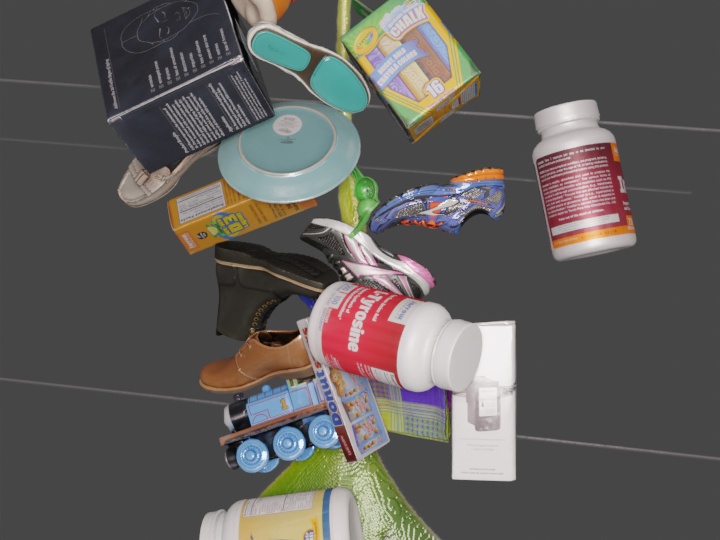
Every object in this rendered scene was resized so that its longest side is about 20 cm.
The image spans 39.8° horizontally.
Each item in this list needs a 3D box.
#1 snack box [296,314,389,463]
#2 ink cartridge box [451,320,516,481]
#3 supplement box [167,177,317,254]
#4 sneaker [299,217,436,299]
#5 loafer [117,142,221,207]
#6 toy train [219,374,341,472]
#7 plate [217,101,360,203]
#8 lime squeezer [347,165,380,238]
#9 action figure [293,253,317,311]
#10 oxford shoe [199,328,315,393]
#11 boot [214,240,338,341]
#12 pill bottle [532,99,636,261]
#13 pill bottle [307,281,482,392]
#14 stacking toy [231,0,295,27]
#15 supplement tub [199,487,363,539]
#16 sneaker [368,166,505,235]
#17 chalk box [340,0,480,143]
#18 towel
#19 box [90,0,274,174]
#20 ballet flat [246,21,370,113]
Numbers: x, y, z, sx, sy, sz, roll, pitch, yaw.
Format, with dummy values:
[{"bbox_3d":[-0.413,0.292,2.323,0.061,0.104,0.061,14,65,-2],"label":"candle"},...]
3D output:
[{"bbox_3d":[-0.022,0.149,1.327,0.024,0.072,0.200,-18,92,42],"label":"snack box"},{"bbox_3d":[0.163,0.166,1.313,0.083,0.145,0.200,0,87,8],"label":"ink cartridge box"},{"bbox_3d":[-0.166,-0.095,1.399,0.200,0.067,0.069,-20,51,7],"label":"supplement box"},{"bbox_3d":[0.000,0.000,1.369,0.200,0.080,0.086,27,77,9],"label":"sneaker"},{"bbox_3d":[-0.273,-0.167,1.428,0.200,0.063,0.072,-37,84,3],"label":"loafer"},{"bbox_3d":[-0.101,0.207,1.378,0.200,0.087,0.114,-19,76,7],"label":"toy train"},{"bbox_3d":[-0.100,-0.173,1.371,0.200,0.026,0.200,-3,52,4],"label":"plate"},{"bbox_3d":[0.001,-0.105,1.376,0.038,0.071,0.200,-24,46,16],"label":"lime squeezer"},{"bbox_3d":[-0.034,0.062,1.391,0.200,0.052,0.065,40,105,5],"label":"action figure"},{"bbox_3d":[-0.144,0.117,1.372,0.200,0.071,0.071,-17,119,22],"label":"oxford shoe"},{"bbox_3d":[-0.118,0.046,1.364,0.200,0.077,0.139,17,109,37],"label":"boot"},{"bbox_3d":[0.294,-0.120,1.330,0.113,0.113,0.200,-11,86,6],"label":"pill bottle"},{"bbox_3d":[0.043,0.085,1.235,0.200,0.112,0.112,12,88,32],"label":"pill bottle"},{"bbox_3d":[-0.098,-0.447,1.407,0.200,0.146,0.146,-36,83,-13],"label":"stacking toy"},{"bbox_3d":[-0.102,0.374,1.334,0.200,0.145,0.145,-9,86,6],"label":"supplement tub"},{"bbox_3d":[0.108,-0.083,1.373,0.200,0.075,0.079,-16,88,7],"label":"sneaker"},{"bbox_3d":[0.059,-0.297,1.364,0.124,0.125,0.200,-35,84,4],"label":"chalk box"},{"bbox_3d":[0.054,0.132,1.334,0.143,0.023,0.200,6,109,27],"label":"towel"},{"bbox_3d":[-0.245,-0.272,1.363,0.196,0.124,0.200,-23,53,4],"label":"box"},{"bbox_3d":[-0.071,-0.292,1.396,0.200,0.069,0.070,27,90,-26],"label":"ballet flat"}]
